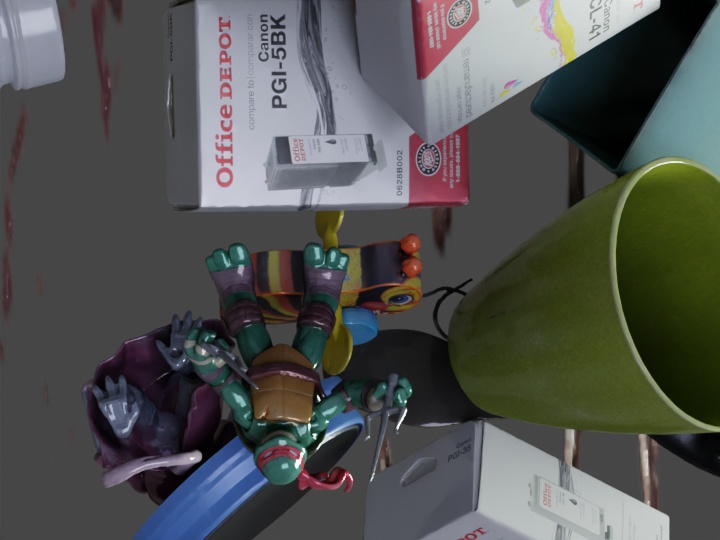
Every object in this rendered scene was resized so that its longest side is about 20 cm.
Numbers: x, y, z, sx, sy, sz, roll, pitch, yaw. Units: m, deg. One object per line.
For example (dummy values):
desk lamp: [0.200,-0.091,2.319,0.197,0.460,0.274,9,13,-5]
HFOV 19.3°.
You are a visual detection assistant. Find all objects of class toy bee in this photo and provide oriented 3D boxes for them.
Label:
toy bee: [0.000,0.000,1.525,0.199,0.109,0.132,-19,72,-23]

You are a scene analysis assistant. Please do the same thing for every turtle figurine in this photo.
turtle figurine: [-0.051,0.070,1.397,0.148,0.201,0.101,12,132,-18]

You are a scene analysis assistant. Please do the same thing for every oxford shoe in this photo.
oxford shoe: [0.067,0.087,1.611,0.198,0.071,0.072,7,82,-6]

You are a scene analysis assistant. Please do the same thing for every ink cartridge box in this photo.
ink cartridge box: [-0.030,-0.114,1.461,0.198,0.083,0.148,-3,93,-19]
ink cartridge box: [0.096,-0.196,1.378,0.199,0.086,0.148,-31,146,-15]
ink cartridge box: [0.118,0.211,1.629,0.199,0.083,0.146,28,139,-27]

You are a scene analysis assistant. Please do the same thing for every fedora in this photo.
fedora: [0.267,0.080,1.626,0.200,0.200,0.092,42,73,-28]

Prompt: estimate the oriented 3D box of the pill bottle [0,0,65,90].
pill bottle: [-0.297,-0.148,1.355,0.198,0.114,0.115,-14,115,-15]

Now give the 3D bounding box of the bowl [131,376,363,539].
bowl: [-0.078,0.156,1.518,0.200,0.201,0.039,-41,79,-1]

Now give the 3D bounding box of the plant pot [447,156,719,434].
plant pot: [0.161,0.036,1.485,0.186,0.199,0.189,16,67,-41]

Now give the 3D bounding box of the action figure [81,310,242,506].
action figure: [-0.125,0.123,1.506,0.133,0.150,0.201,-12,144,-6]

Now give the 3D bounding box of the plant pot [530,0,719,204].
plant pot: [0.262,-0.116,1.558,0.199,0.141,0.142,25,101,-29]
